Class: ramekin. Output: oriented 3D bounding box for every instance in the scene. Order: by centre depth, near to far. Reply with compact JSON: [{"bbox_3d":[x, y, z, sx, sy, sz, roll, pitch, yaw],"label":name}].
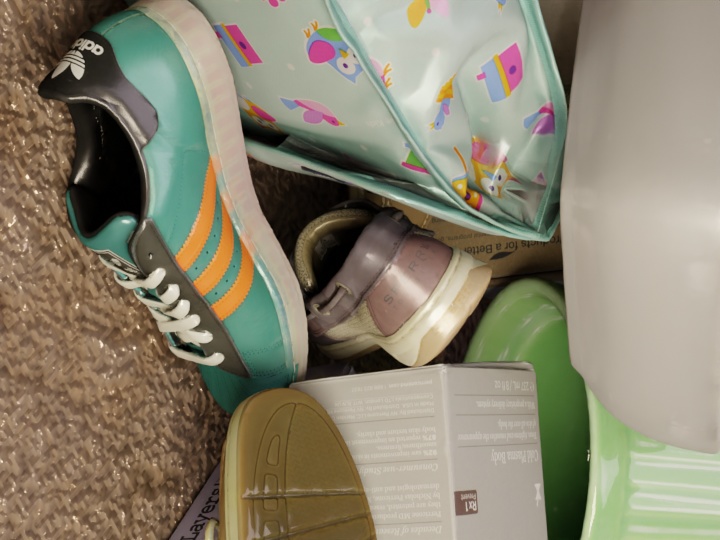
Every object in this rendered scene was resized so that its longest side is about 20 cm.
[{"bbox_3d":[0.122,0.108,0.895,0.097,0.200,0.202,6,75,-17],"label":"ramekin"}]

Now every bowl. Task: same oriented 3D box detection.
[{"bbox_3d":[0.133,-0.037,0.765,0.200,0.074,0.201,77,19,-52],"label":"bowl"}]

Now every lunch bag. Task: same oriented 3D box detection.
[{"bbox_3d":[-0.004,-0.101,0.752,0.122,0.170,0.201,-45,127,-22],"label":"lunch bag"}]

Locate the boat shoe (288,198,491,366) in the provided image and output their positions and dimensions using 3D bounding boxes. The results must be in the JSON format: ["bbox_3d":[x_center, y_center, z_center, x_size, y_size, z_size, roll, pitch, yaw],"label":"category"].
[{"bbox_3d":[0.000,0.000,0.776,0.065,0.200,0.072,42,83,-12],"label":"boat shoe"}]

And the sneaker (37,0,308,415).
[{"bbox_3d":[-0.084,-0.013,0.728,0.080,0.071,0.201,-35,122,-34],"label":"sneaker"}]

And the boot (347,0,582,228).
[{"bbox_3d":[0.087,-0.092,0.902,0.072,0.154,0.201,31,78,-57],"label":"boot"}]

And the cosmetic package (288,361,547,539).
[{"bbox_3d":[0.032,0.145,0.766,0.107,0.090,0.202,5,77,-62],"label":"cosmetic package"}]

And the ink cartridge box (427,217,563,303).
[{"bbox_3d":[0.131,-0.073,0.959,0.075,0.199,0.166,16,71,-58],"label":"ink cartridge box"}]

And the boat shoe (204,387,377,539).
[{"bbox_3d":[-0.031,0.151,0.703,0.073,0.063,0.202,-9,84,-42],"label":"boat shoe"}]

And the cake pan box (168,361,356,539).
[{"bbox_3d":[-0.024,0.176,0.797,0.185,0.052,0.200,63,36,-27],"label":"cake pan box"}]
